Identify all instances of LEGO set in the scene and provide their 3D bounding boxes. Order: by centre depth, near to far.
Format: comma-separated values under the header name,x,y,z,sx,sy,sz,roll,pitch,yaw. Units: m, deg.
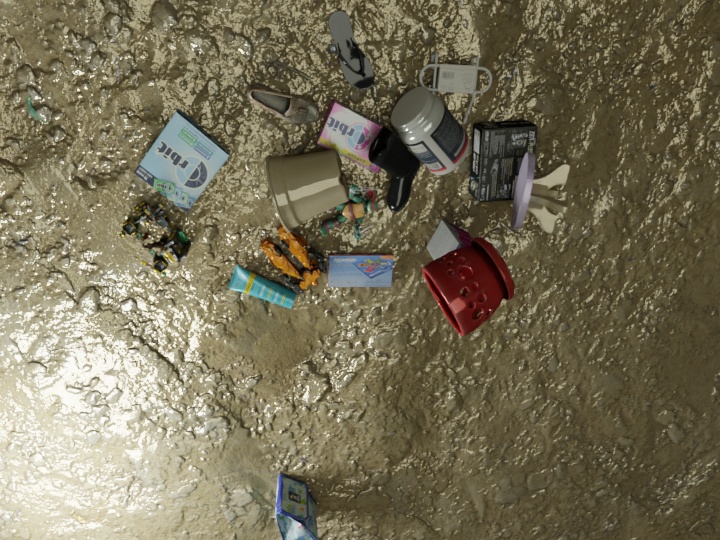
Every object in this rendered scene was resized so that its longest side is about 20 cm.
name,x,y,z,sx,sy,sz,roll,pitch,yaw
LEGO set,-0.555,-0.076,1.524,0.150,0.117,0.204,-24,115,3

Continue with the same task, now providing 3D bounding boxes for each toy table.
name,x,y,z,sx,sy,sz,roll,pitch,yaw
toy table,0.477,-0.201,1.499,0.113,0.186,0.205,9,127,4

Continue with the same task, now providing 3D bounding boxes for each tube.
name,x,y,z,sx,sy,sz,roll,pitch,yaw
tube,-0.286,0.053,1.664,0.195,0.051,0.079,22,102,-11

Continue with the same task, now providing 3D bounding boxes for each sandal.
name,x,y,z,sx,sy,sz,roll,pitch,yaw
sandal,-0.027,-0.550,1.429,0.075,0.043,0.203,-28,115,5

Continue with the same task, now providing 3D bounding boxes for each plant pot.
name,x,y,z,sx,sy,sz,roll,pitch,yaw
plant pot,0.279,0.035,1.431,0.179,0.201,0.204,-30,115,-3
plant pot,-0.128,-0.224,1.464,0.178,0.202,0.205,-15,116,5

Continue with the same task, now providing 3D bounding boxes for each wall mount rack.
name,x,y,z,sx,sy,sz,roll,pitch,yaw
wall mount rack,0.241,-0.477,1.488,0.193,0.075,0.179,1,111,-7

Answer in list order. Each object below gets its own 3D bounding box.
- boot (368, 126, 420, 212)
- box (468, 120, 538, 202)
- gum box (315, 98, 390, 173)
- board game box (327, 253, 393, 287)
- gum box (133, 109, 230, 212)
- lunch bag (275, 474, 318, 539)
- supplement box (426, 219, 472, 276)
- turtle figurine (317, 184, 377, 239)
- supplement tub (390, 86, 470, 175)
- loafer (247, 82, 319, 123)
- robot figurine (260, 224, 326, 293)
name,x,y,z,sx,sy,sz,roll,pitch,yaw
boot,0.080,-0.260,1.487,0.064,0.199,0.169,18,87,27
box,0.396,-0.305,1.574,0.158,0.087,0.206,-5,115,-6
gum box,-0.009,-0.355,1.505,0.195,0.066,0.116,23,108,-17
board game box,0.000,0.000,1.692,0.193,0.020,0.106,0,115,-8
gum box,-0.468,-0.285,1.484,0.169,0.045,0.201,37,104,-21
lunch bag,-0.230,0.829,1.944,0.125,0.171,0.203,-29,113,6
supplement box,0.272,-0.050,1.609,0.099,0.201,0.105,23,109,-18
turtle figurine,-0.023,-0.163,1.572,0.194,0.101,0.154,-11,103,13
supplement tub,0.184,-0.361,1.469,0.140,0.142,0.199,-43,128,12
loafer,-0.198,-0.424,1.450,0.194,0.063,0.074,16,111,-14
robot figurine,-0.189,-0.033,1.629,0.144,0.059,0.201,-37,113,9
